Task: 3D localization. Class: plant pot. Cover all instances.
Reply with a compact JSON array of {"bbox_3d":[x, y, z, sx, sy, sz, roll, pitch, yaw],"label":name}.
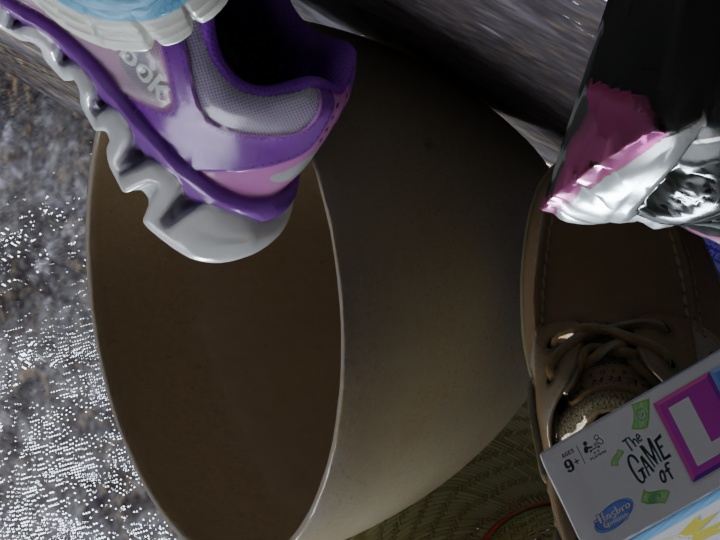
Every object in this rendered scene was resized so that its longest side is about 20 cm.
[{"bbox_3d":[0.000,0.000,1.107,0.134,0.202,0.200,-7,-162,-30],"label":"plant pot"}]

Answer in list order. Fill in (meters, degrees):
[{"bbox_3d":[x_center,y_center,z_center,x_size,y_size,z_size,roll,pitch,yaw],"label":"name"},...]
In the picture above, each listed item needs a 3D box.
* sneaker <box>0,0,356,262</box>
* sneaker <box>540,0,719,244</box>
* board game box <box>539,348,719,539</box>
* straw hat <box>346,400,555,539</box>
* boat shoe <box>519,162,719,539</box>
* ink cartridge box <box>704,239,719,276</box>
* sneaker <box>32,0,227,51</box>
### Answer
[{"bbox_3d":[-0.075,-0.101,0.964,0.200,0.081,0.088,47,132,-5],"label":"sneaker"},{"bbox_3d":[0.088,-0.036,0.561,0.086,0.081,0.200,17,-176,6],"label":"sneaker"},{"bbox_3d":[0.146,0.055,0.852,0.034,0.134,0.200,64,-167,25],"label":"board game box"},{"bbox_3d":[0.089,0.133,1.162,0.201,0.202,0.085,31,156,-32],"label":"straw hat"},{"bbox_3d":[0.090,0.044,0.974,0.071,0.201,0.065,-11,156,7],"label":"boat shoe"},{"bbox_3d":[0.175,0.030,1.091,0.119,0.042,0.200,27,175,34],"label":"ink cartridge box"},{"bbox_3d":[-0.119,-0.142,0.854,0.199,0.079,0.090,25,157,22],"label":"sneaker"}]
